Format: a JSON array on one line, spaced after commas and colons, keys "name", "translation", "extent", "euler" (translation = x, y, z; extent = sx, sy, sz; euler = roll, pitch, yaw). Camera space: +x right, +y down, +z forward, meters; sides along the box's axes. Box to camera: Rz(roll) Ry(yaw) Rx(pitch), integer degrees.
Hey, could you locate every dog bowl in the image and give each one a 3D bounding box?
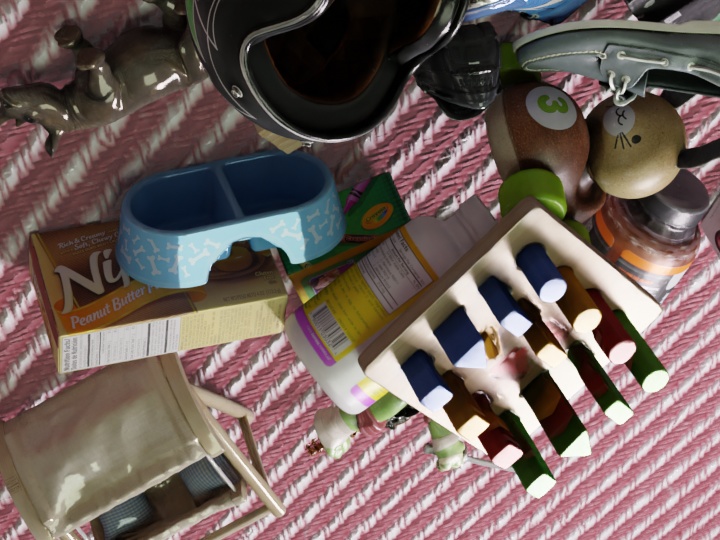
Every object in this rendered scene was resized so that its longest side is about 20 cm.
[{"name": "dog bowl", "translation": [-0.109, -0.048, 1.530], "extent": [0.199, 0.112, 0.050], "euler": [-13, 130, -14]}]

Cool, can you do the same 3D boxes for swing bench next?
[{"name": "swing bench", "translation": [-0.211, 0.188, 1.746], "extent": [0.198, 0.130, 0.200], "euler": [-29, 143, 9]}]

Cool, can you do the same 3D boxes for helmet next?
[{"name": "helmet", "translation": [-0.034, -0.198, 1.302], "extent": [0.199, 0.201, 0.191], "euler": [8, 143, -35]}]

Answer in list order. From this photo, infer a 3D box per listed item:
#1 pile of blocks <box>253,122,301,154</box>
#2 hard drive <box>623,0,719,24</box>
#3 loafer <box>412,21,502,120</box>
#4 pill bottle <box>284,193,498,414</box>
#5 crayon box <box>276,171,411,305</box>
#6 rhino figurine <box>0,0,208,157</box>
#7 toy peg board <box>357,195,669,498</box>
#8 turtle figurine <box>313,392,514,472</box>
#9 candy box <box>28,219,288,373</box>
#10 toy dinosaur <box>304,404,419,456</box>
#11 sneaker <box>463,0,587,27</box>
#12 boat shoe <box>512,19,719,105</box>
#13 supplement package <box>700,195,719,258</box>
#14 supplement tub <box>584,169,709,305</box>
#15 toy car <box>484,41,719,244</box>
[{"name": "pile of blocks", "translation": [-0.018, -0.177, 1.461], "extent": [0.082, 0.062, 0.200], "euler": [1, 146, -47]}, {"name": "hard drive", "translation": [0.289, -0.243, 1.506], "extent": [0.139, 0.038, 0.200], "euler": [-33, 161, 14]}, {"name": "loafer", "translation": [0.074, -0.154, 1.448], "extent": [0.068, 0.071, 0.201], "euler": [-8, -176, -5]}, {"name": "pill bottle", "translation": [0.040, 0.025, 1.549], "extent": [0.200, 0.104, 0.104], "euler": [-37, 142, 5]}, {"name": "crayon box", "translation": [0.000, 0.000, 1.662], "extent": [0.118, 0.059, 0.200], "euler": [-23, 152, 0]}, {"name": "rhino figurine", "translation": [-0.195, -0.148, 1.396], "extent": [0.199, 0.060, 0.088], "euler": [-27, 143, 7]}, {"name": "toy peg board", "translation": [0.142, 0.077, 1.501], "extent": [0.200, 0.098, 0.199], "euler": [-44, 132, 12]}, {"name": "turtle figurine", "translation": [0.070, 0.126, 1.684], "extent": [0.193, 0.145, 0.200], "euler": [-16, 156, 34]}, {"name": "candy box", "translation": [-0.173, 0.011, 1.557], "extent": [0.199, 0.116, 0.055], "euler": [-10, 141, -17]}, {"name": "toy dinosaur", "translation": [0.034, 0.123, 1.830], "extent": [0.201, 0.102, 0.136], "euler": [-57, 161, -1]}, {"name": "sneaker", "translation": [0.132, -0.225, 1.461], "extent": [0.199, 0.079, 0.089], "euler": [-17, 141, -8]}, {"name": "boat shoe", "translation": [0.222, -0.166, 1.476], "extent": [0.198, 0.062, 0.073], "euler": [0, 174, 7]}, {"name": "supplement package", "translation": [0.461, -0.072, 1.799], "extent": [0.155, 0.111, 0.201], "euler": [-1, 138, -28]}, {"name": "supplement tub", "translation": [0.260, -0.011, 1.770], "extent": [0.106, 0.107, 0.200], "euler": [1, 138, -29]}, {"name": "toy car", "translation": [0.215, -0.113, 1.536], "extent": [0.199, 0.165, 0.158], "euler": [-17, 146, 15]}]
